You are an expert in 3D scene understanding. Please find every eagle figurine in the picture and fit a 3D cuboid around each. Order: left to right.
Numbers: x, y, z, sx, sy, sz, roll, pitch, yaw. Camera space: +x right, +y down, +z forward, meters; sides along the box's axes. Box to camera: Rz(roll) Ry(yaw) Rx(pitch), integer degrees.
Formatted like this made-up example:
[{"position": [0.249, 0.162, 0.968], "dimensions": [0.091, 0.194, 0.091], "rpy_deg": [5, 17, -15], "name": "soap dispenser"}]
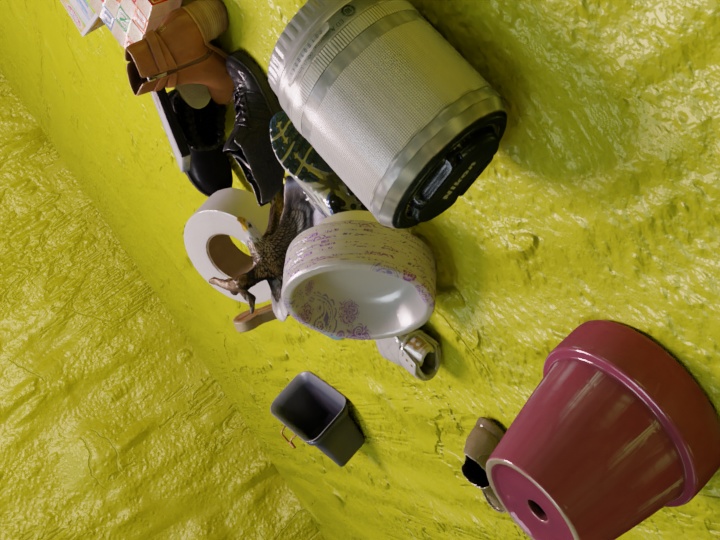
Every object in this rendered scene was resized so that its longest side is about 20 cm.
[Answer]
[{"position": [-0.129, -0.043, 1.329], "dimensions": [0.150, 0.201, 0.152], "rpy_deg": [32, 160, 23], "name": "eagle figurine"}]

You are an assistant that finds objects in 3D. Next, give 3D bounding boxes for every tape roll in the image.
[{"position": [-0.208, -0.041, 1.545], "dimensions": [0.199, 0.071, 0.205], "rpy_deg": [17, 134, 18], "name": "tape roll"}]

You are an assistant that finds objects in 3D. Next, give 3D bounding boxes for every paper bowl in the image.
[{"position": [0.000, 0.000, 1.132], "dimensions": [0.196, 0.106, 0.202], "rpy_deg": [4, 150, 2], "name": "paper bowl"}]

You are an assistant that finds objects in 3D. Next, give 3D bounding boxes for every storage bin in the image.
[{"position": [-0.090, 0.340, 1.921], "dimensions": [0.199, 0.146, 0.135], "rpy_deg": [24, 155, 53], "name": "storage bin"}]

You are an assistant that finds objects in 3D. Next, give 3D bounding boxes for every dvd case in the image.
[{"position": [-0.299, -0.233, 1.375], "dimensions": [0.200, 0.017, 0.145], "rpy_deg": [178, 70, -79], "name": "dvd case"}]

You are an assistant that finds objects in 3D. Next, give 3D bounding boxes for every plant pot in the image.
[{"position": [0.231, 0.183, 0.886], "dimensions": [0.200, 0.178, 0.201], "rpy_deg": [44, 157, 24], "name": "plant pot"}]

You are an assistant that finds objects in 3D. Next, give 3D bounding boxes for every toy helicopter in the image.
[{"position": [-0.111, 0.049, 1.414], "dimensions": [0.133, 0.196, 0.080], "rpy_deg": [-117, 8, -68], "name": "toy helicopter"}]

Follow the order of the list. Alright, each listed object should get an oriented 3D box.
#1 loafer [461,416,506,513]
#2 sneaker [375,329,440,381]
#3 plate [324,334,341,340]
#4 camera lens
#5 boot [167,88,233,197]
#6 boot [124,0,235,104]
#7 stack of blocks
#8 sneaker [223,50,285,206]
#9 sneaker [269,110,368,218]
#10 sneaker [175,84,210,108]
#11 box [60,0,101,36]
[{"position": [0.189, 0.302, 1.324], "dimensions": [0.076, 0.067, 0.202], "rpy_deg": [31, 150, 45], "name": "loafer"}, {"position": [0.058, 0.077, 1.267], "dimensions": [0.115, 0.074, 0.201], "rpy_deg": [29, 157, 44], "name": "sneaker"}, {"position": [-0.101, 0.052, 1.631], "dimensions": [0.200, 0.025, 0.201], "rpy_deg": [45, 158, 23], "name": "plate"}, {"position": [0.027, -0.154, 0.828], "dimensions": [0.201, 0.159, 0.161], "rpy_deg": [48, 159, 14], "name": "camera lens"}, {"position": [-0.257, -0.211, 1.482], "dimensions": [0.157, 0.079, 0.214], "rpy_deg": [18, 139, 58], "name": "boot"}, {"position": [-0.255, -0.285, 1.253], "dimensions": [0.074, 0.154, 0.202], "rpy_deg": [42, 157, 26], "name": "boot"}, {"position": [-0.302, -0.406, 1.220], "dimensions": [0.116, 0.058, 0.200], "rpy_deg": [51, 141, 9], "name": "stack of blocks"}, {"position": [-0.156, -0.201, 1.239], "dimensions": [0.202, 0.104, 0.060], "rpy_deg": [56, 160, -6], "name": "sneaker"}, {"position": [-0.060, -0.124, 1.195], "dimensions": [0.201, 0.077, 0.085], "rpy_deg": [54, 164, 2], "name": "sneaker"}, {"position": [-0.292, -0.348, 1.367], "dimensions": [0.099, 0.070, 0.203], "rpy_deg": [12, 128, 63], "name": "sneaker"}, {"position": [-0.416, -0.463, 1.403], "dimensions": [0.114, 0.101, 0.199], "rpy_deg": [60, 159, -16], "name": "box"}]
